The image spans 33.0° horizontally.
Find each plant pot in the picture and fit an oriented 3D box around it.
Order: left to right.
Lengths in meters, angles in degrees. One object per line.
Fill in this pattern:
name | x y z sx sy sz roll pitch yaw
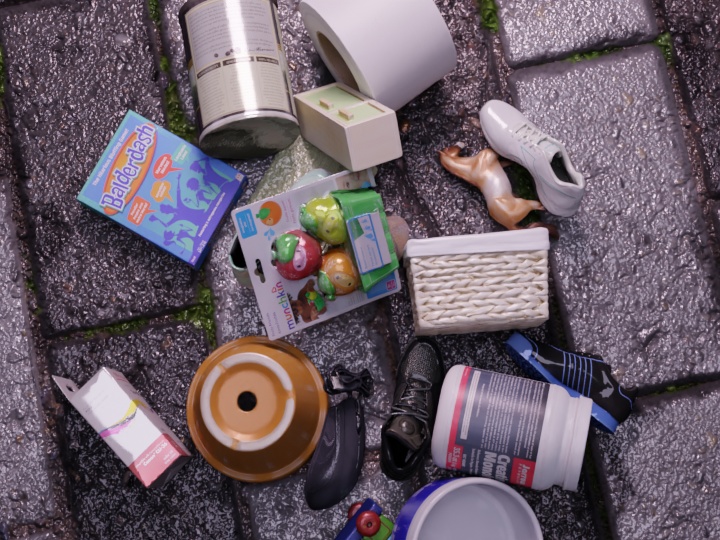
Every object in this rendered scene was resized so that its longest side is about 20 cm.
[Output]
plant pot | -0.142 0.180 1.626 0.197 0.183 0.204 0 80 0

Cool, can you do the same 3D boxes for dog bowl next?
dog bowl | 0.140 0.376 1.612 0.197 0.079 0.204 3 83 -21

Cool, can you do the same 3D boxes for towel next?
towel | -0.081 -0.103 1.750 0.147 0.037 0.202 29 81 6

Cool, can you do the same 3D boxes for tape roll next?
tape roll | 0.024 -0.328 1.707 0.138 0.203 0.204 -36 82 -6

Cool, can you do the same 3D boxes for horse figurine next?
horse figurine | 0.212 -0.122 1.748 0.131 0.050 0.202 -28 78 -12

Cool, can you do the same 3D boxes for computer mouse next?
computer mouse | -0.022 0.233 1.651 0.052 0.138 0.203 14 89 25

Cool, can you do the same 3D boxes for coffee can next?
coffee can | -0.171 -0.277 1.714 0.144 0.147 0.203 -11 74 -2

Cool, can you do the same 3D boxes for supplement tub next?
supplement tub | 0.202 0.213 1.632 0.197 0.140 0.143 11 80 10

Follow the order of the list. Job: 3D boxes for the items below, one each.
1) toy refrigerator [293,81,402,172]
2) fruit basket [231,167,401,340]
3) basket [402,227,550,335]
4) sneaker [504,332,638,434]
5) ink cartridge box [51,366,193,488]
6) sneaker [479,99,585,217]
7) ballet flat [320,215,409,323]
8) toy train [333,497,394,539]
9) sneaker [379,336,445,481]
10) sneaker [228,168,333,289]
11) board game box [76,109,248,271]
toy refrigerator | -0.020 -0.202 1.660 0.075 0.200 0.071 -19 116 -16
fruit basket | -0.052 -0.023 1.607 0.198 0.094 0.188 -21 108 -19
basket | 0.161 0.020 1.680 0.197 0.136 0.125 -5 82 -1
sneaker | 0.295 0.139 1.696 0.199 0.070 0.078 38 79 -1
ink cartridge box | -0.322 0.200 1.656 0.067 0.117 0.200 -43 83 -6
sneaker | 0.247 -0.171 1.705 0.070 0.080 0.201 -37 78 -19
ballet flat | 0.000 0.000 1.716 0.068 0.067 0.200 42 83 -1
toy train | -0.012 0.420 1.643 0.115 0.085 0.201 41 82 -7
sneaker | 0.075 0.186 1.662 0.075 0.114 0.202 17 79 1
sneaker | -0.104 -0.064 1.664 0.073 0.118 0.201 38 85 9
board game box | -0.283 -0.115 1.747 0.198 0.045 0.154 28 81 5
